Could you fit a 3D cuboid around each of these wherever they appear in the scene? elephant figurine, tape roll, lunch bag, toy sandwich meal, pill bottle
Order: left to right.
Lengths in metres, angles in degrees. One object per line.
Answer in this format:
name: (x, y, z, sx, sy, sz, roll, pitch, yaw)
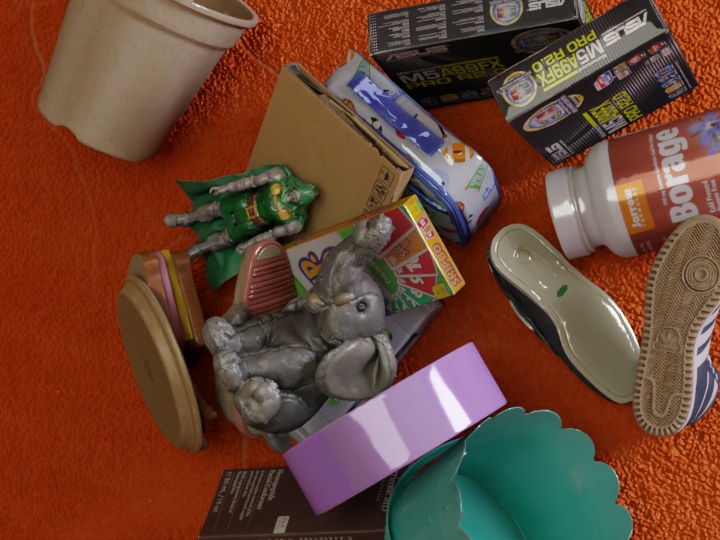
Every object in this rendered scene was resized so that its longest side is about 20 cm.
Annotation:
toy sandwich meal: (-0.181, 0.079, 1.762, 0.070, 0.205, 0.206, -21, 74, -19)
elephant figurine: (-0.030, 0.060, 1.614, 0.199, 0.155, 0.142, -28, 84, 1)
tape roll: (0.031, 0.142, 1.597, 0.199, 0.200, 0.066, -31, 84, 12)
lunch bag: (0.041, -0.119, 1.701, 0.200, 0.160, 0.076, 40, 86, 20)
pill bottle: (0.277, -0.077, 1.646, 0.198, 0.112, 0.113, -16, 78, 16)

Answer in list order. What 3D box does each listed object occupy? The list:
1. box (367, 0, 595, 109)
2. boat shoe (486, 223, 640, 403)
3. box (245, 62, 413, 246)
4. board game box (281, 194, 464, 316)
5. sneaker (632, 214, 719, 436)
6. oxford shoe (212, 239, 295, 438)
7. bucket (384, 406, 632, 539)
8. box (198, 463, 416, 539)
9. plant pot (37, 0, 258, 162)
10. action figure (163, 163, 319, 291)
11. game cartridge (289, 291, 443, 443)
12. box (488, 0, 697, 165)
box: (0.123, -0.212, 1.687, 0.198, 0.160, 0.045, -8, 74, 16)
boat shoe: (0.194, 0.043, 1.689, 0.072, 0.068, 0.200, -39, 85, -17)
box: (-0.041, -0.075, 1.699, 0.163, 0.021, 0.201, 43, 137, 19)
board game box: (0.000, 0.000, 1.669, 0.199, 0.030, 0.096, -18, 106, 46)
sneaker: (0.298, 0.051, 1.622, 0.070, 0.108, 0.202, 14, 90, 23)
oxford shoe: (-0.114, 0.060, 1.721, 0.074, 0.070, 0.202, 26, 115, 41)
bucket: (0.127, 0.237, 1.597, 0.135, 0.206, 0.208, -39, 70, 45)
box: (-0.045, 0.244, 1.707, 0.198, 0.100, 0.075, -4, 124, 16)
plant pot: (-0.232, -0.219, 1.805, 0.200, 0.200, 0.184, 34, 105, 19)
action figure: (-0.110, -0.055, 1.728, 0.199, 0.055, 0.119, -19, 95, 45)
game cartridge: (-0.028, 0.067, 1.769, 0.133, 0.040, 0.200, 42, 97, 22)
box: (0.216, -0.170, 1.624, 0.159, 0.200, 0.045, -30, 74, 12)
